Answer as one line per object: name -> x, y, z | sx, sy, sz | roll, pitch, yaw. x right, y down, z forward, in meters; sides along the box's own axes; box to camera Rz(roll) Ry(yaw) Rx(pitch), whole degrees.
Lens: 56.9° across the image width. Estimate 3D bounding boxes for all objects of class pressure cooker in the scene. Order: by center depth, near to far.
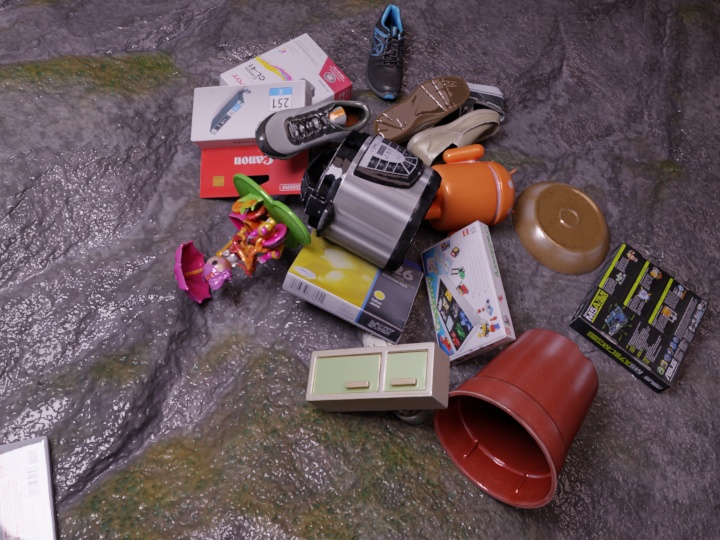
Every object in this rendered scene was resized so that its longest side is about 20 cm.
pressure cooker -> 0.006, -0.113, 1.021 | 0.198, 0.176, 0.181 | 28, 88, 3

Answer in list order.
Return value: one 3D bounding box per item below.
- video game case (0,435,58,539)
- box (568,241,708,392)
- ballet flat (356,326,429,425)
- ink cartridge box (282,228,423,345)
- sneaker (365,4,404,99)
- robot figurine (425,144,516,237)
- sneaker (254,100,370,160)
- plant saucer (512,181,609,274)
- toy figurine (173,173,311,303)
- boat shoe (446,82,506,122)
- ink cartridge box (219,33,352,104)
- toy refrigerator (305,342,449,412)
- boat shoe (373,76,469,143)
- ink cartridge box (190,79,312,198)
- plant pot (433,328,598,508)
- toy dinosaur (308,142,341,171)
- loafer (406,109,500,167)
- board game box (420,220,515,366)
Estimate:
video game case -> -0.478, 0.327, 0.830 | 0.179, 0.022, 0.203 | -10, 67, -18
box -> 0.496, 0.078, 1.177 | 0.192, 0.048, 0.201 | 36, 62, 9
ballet flat -> 0.049, 0.139, 1.020 | 0.067, 0.064, 0.202 | -28, 72, 4
ink cartridge box -> 0.000, 0.000, 1.062 | 0.195, 0.047, 0.201 | 25, 43, 0
sneaker -> 0.051, -0.430, 1.307 | 0.072, 0.082, 0.203 | 4, 64, -13
robot figurine -> 0.186, -0.133, 1.168 | 0.196, 0.117, 0.146 | -6, 65, -17
sneaker -> -0.072, -0.226, 1.019 | 0.198, 0.079, 0.075 | -22, 95, -30
plant saucer -> 0.383, -0.091, 1.241 | 0.196, 0.036, 0.203 | 5, 62, -10
toy figurine -> -0.193, -0.025, 1.006 | 0.184, 0.151, 0.199 | -45, 37, -16
boat shoe -> 0.200, -0.322, 1.292 | 0.196, 0.072, 0.072 | -6, 60, -18
ink cartridge box -> -0.135, -0.320, 1.204 | 0.199, 0.086, 0.148 | -35, 75, -26
toy refrigerator -> 0.023, 0.153, 0.946 | 0.197, 0.070, 0.077 | -7, 61, 27
boat shoe -> 0.111, -0.292, 1.234 | 0.198, 0.065, 0.073 | -32, 81, -6
ink cartridge box -> -0.180, -0.215, 1.092 | 0.196, 0.045, 0.180 | -1, 81, 12
plant pot -> 0.243, 0.202, 0.980 | 0.201, 0.202, 0.195 | 44, 54, 11
toy dinosaur -> -0.041, -0.211, 1.162 | 0.200, 0.086, 0.136 | 44, 61, 1
loafer -> 0.183, -0.241, 1.251 | 0.197, 0.076, 0.069 | -23, 71, -13
board game box -> 0.169, 0.037, 1.074 | 0.034, 0.125, 0.203 | 18, 54, -43
